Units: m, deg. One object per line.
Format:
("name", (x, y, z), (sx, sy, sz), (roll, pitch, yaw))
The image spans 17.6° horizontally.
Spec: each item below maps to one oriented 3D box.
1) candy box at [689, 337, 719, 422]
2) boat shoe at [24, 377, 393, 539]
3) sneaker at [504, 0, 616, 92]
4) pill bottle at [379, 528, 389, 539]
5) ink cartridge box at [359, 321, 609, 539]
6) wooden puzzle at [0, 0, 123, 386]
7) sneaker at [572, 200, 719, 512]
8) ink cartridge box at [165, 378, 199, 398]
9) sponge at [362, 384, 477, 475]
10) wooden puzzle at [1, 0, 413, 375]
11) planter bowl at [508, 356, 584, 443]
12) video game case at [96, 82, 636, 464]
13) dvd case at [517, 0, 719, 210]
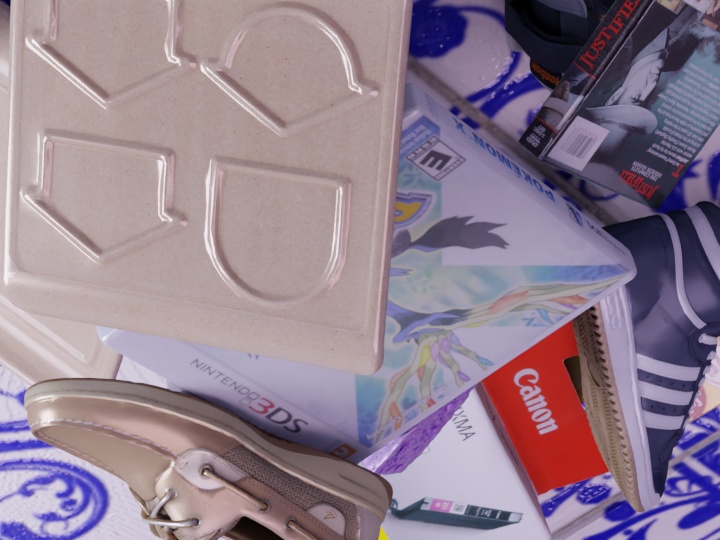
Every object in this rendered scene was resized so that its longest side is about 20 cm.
("candy box", (0.260, 0.008, 1.418), (0.200, 0.115, 0.055), (-32, 103, 21))
("boat shoe", (-0.078, 0.108, 1.166), (0.200, 0.065, 0.071), (21, 159, -18))
("sneaker", (0.115, -0.142, 1.234), (0.079, 0.078, 0.200), (-41, 137, -2))
("pill bottle", (0.066, 0.229, 1.552), (0.109, 0.200, 0.109), (-8, 138, -7))
("ink cartridge box", (0.084, 0.102, 1.410), (0.173, 0.044, 0.200), (-19, 139, 8))
("wooden puzzle", (-0.184, -0.043, 1.238), (0.185, 0.037, 0.200), (35, 130, 11))
("sneaker", (0.184, 0.049, 1.347), (0.108, 0.070, 0.200), (-20, 126, -9))
("ink cartridge box", (-0.060, -0.042, 1.218), (0.084, 0.200, 0.145), (3, 136, -22))
("sponge", (0.000, 0.000, 1.281), (0.030, 0.200, 0.112), (-2, 142, -40))
("wooden puzzle", (-0.068, -0.062, 1.034), (0.185, 0.046, 0.200), (10, 113, 17))
("planter bowl", (0.054, 0.022, 1.406), (0.200, 0.084, 0.201), (-8, 138, -7))
("video game case", (0.005, 0.012, 1.127), (0.200, 0.022, 0.182), (-36, 136, 22))
("dvd case", (0.178, -0.130, 1.233), (0.146, 0.022, 0.200), (16, 111, -56))
